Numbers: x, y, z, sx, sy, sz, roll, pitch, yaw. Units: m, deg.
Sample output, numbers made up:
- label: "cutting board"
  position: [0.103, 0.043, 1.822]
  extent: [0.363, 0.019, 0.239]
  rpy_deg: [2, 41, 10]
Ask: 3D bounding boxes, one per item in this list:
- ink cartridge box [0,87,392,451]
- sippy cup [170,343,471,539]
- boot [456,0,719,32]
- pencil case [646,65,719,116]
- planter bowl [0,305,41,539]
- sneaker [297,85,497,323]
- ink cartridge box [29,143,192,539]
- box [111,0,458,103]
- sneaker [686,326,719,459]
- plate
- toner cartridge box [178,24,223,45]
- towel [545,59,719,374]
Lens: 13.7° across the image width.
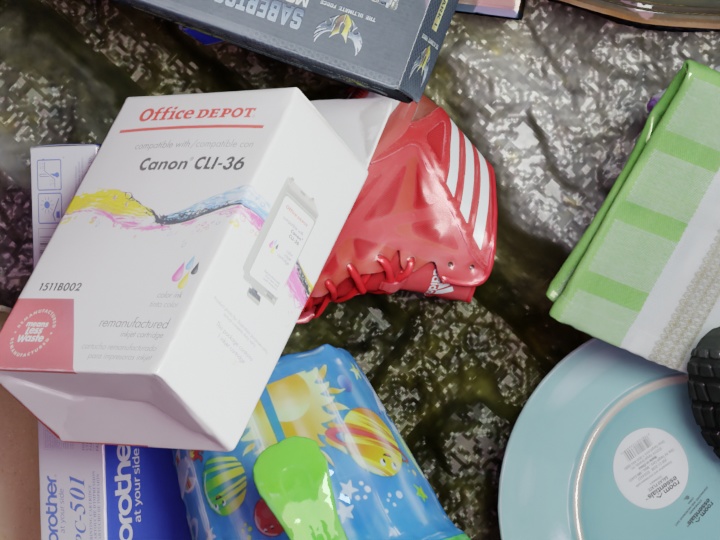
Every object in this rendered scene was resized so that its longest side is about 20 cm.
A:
- label: "ink cartridge box"
  position: [-0.077, -0.018, 1.394]
  extent: [0.068, 0.116, 0.200]
  rpy_deg: [49, 55, -38]
- label: "sippy cup"
  position: [-0.027, 0.110, 1.439]
  extent: [0.140, 0.178, 0.130]
  rpy_deg: [-17, 81, -37]
- label: "boot"
  position: [0.128, -0.171, 1.504]
  extent: [0.200, 0.075, 0.097]
  rpy_deg: [4, 94, -3]
- label: "pencil case"
  position: [0.241, -0.083, 1.509]
  extent: [0.200, 0.084, 0.086]
  rpy_deg: [-25, 68, -3]
- label: "planter bowl"
  position: [-0.234, 0.116, 1.441]
  extent: [0.135, 0.200, 0.200]
  rpy_deg: [0, 92, 23]
- label: "sneaker"
  position: [0.000, 0.000, 1.480]
  extent: [0.116, 0.078, 0.200]
  rpy_deg: [38, 72, -8]
- label: "ink cartridge box"
  position: [-0.116, 0.037, 1.480]
  extent: [0.044, 0.094, 0.200]
  rpy_deg: [0, 92, 33]
- label: "box"
  position: [-0.040, -0.185, 1.438]
  extent: [0.200, 0.051, 0.158]
  rpy_deg: [19, 88, 14]
- label: "sneaker"
  position: [0.242, 0.086, 1.492]
  extent: [0.088, 0.076, 0.200]
  rpy_deg: [-49, 113, -21]
- label: "plate"
  position: [0.167, 0.121, 1.514]
  extent: [0.200, 0.026, 0.200]
  rpy_deg: [2, 81, -16]
- label: "toner cartridge box"
  position: [0.002, -0.182, 1.476]
  extent: [0.200, 0.043, 0.095]
  rpy_deg: [-12, 80, 12]
- label: "towel"
  position: [0.205, -0.008, 1.483]
  extent: [0.200, 0.031, 0.149]
  rpy_deg: [23, 105, -23]
